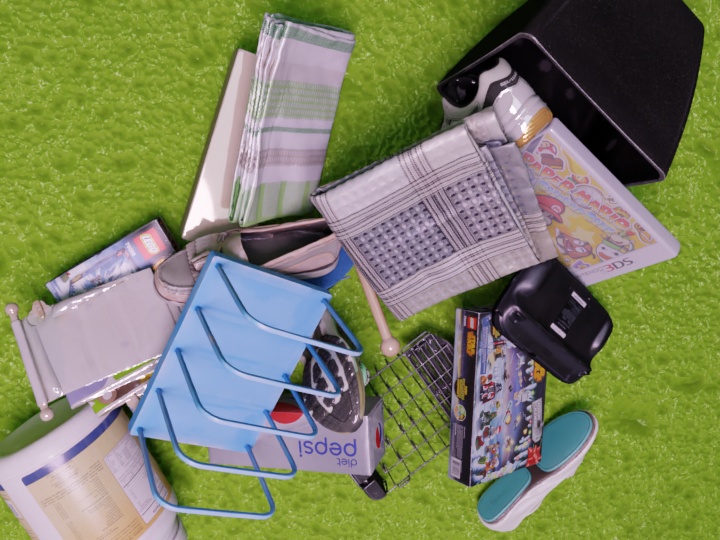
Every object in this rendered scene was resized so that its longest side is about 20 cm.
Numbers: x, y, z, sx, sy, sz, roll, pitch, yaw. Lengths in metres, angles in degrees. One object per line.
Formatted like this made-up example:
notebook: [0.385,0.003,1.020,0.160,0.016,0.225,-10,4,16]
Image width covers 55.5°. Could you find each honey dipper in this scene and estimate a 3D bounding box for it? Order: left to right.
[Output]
honey dipper: [0.000,0.000,0.757,0.037,0.038,0.203,-19,89,-5]

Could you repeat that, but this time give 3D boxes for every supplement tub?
supplement tub: [-0.291,0.247,0.749,0.143,0.144,0.202,-27,105,-3]

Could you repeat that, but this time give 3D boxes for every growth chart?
growth chart: [-0.248,0.074,0.699,0.197,0.018,0.147,-17,80,-10]

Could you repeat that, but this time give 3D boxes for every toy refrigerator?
toy refrigerator: [-0.130,-0.126,0.740,0.075,0.070,0.203,16,99,-19]

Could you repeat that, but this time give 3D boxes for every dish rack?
dish rack: [0.049,0.174,0.838,0.199,0.055,0.154,-36,106,-2]

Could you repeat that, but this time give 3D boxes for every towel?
towel: [-0.064,-0.148,0.699,0.030,0.149,0.203,23,111,25]
towel: [0.080,-0.043,0.675,0.198,0.035,0.193,-24,125,18]

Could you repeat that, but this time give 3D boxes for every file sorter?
file sorter: [-0.106,0.113,0.645,0.137,0.123,0.202,19,105,-35]

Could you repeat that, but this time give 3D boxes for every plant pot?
plant pot: [0.235,-0.216,0.723,0.199,0.200,0.178,39,80,-14]

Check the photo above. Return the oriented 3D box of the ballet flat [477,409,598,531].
ballet flat: [0.235,0.261,0.886,0.069,0.070,0.200,42,97,-14]

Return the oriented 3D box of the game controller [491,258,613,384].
game controller: [0.229,0.059,0.799,0.199,0.042,0.105,36,80,-38]

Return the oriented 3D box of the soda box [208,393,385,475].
soda box: [-0.074,0.180,0.770,0.197,0.063,0.070,-1,99,18]

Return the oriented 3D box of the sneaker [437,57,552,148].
sneaker: [0.115,-0.159,0.713,0.076,0.199,0.088,-43,100,-22]

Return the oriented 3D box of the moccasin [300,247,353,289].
moccasin: [-0.087,0.011,0.767,0.199,0.068,0.081,-34,91,-26]

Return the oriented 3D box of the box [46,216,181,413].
box: [-0.231,0.062,0.766,0.136,0.040,0.202,-29,104,-3]

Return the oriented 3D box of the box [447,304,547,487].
box: [0.168,0.141,0.818,0.135,0.040,0.204,-4,99,-40]

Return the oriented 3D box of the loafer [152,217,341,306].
loafer: [-0.110,-0.019,0.689,0.197,0.063,0.073,-13,63,-24]

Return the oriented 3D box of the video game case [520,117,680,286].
video game case: [0.216,-0.058,0.761,0.199,0.181,0.023,40,59,-14]

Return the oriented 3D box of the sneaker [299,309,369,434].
sneaker: [-0.016,0.107,0.747,0.088,0.201,0.077,31,106,-28]
